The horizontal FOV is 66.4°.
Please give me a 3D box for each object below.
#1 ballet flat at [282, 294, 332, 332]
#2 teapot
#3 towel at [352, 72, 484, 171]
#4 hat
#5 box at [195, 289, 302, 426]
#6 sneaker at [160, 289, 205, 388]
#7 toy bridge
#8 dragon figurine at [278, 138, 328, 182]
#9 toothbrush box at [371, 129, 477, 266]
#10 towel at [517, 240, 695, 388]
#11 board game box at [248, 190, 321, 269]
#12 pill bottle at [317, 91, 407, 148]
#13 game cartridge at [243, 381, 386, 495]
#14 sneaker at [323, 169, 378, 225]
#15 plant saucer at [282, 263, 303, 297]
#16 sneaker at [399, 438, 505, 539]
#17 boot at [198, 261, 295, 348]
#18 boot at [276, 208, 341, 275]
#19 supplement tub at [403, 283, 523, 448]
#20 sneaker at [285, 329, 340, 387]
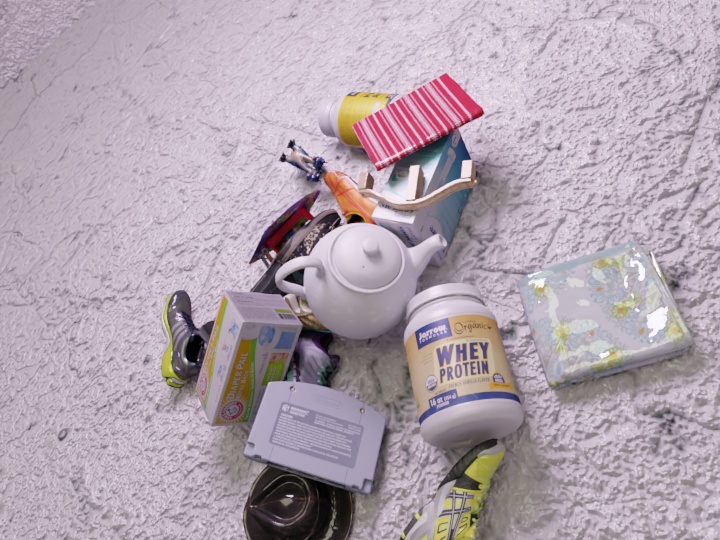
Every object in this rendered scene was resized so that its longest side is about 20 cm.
[{"bbox_3d":[-0.102,0.070,0.972,0.198,0.070,0.066,-6,103,37],"label":"ballet flat"},{"bbox_3d":[0.000,0.000,0.853,0.196,0.147,0.201,30,62,9],"label":"teapot"},{"bbox_3d":[0.094,-0.251,0.926,0.198,0.023,0.146,-28,46,3],"label":"towel"},{"bbox_3d":[-0.114,0.362,0.841,0.197,0.081,0.204,-13,59,22],"label":"hat"},{"bbox_3d":[-0.192,0.149,0.926,0.101,0.111,0.203,42,118,49],"label":"box"},{"bbox_3d":[-0.348,0.128,1.106,0.080,0.074,0.203,-24,61,22],"label":"sneaker"},{"bbox_3d":[0.086,-0.129,0.860,0.197,0.027,0.068,-1,66,27],"label":"toy bridge"},{"bbox_3d":[-0.118,-0.231,1.180,0.059,0.099,0.200,-56,9,5],"label":"dragon figurine"},{"bbox_3d":[0.117,-0.133,0.954,0.084,0.146,0.203,12,70,33],"label":"toothbrush box"},{"bbox_3d":[0.341,0.060,0.786,0.197,0.048,0.174,-20,55,18],"label":"towel"},{"bbox_3d":[-0.133,-0.071,1.058,0.039,0.200,0.158,46,55,2],"label":"board game box"},{"bbox_3d":[0.011,-0.309,1.133,0.198,0.111,0.113,15,71,34],"label":"pill bottle"},{"bbox_3d":[-0.064,0.248,0.846,0.197,0.041,0.135,17,62,1],"label":"game cartridge"},{"bbox_3d":[-0.022,-0.138,1.083,0.078,0.073,0.200,-53,48,8],"label":"sneaker"},{"bbox_3d":[-0.145,0.030,1.086,0.069,0.019,0.202,16,71,34],"label":"plant saucer"},{"bbox_3d":[0.139,0.318,0.743,0.076,0.075,0.201,38,95,31],"label":"sneaker"},{"bbox_3d":[-0.216,0.066,1.050,0.201,0.065,0.164,-55,29,-6],"label":"boot"},{"bbox_3d":[-0.051,-0.024,1.026,0.153,0.204,0.074,42,123,1],"label":"boot"},{"bbox_3d":[0.140,0.136,0.791,0.142,0.144,0.203,-20,56,17],"label":"supplement tub"},{"bbox_3d":[-0.076,0.183,0.929,0.086,0.075,0.203,-16,56,13],"label":"sneaker"}]
